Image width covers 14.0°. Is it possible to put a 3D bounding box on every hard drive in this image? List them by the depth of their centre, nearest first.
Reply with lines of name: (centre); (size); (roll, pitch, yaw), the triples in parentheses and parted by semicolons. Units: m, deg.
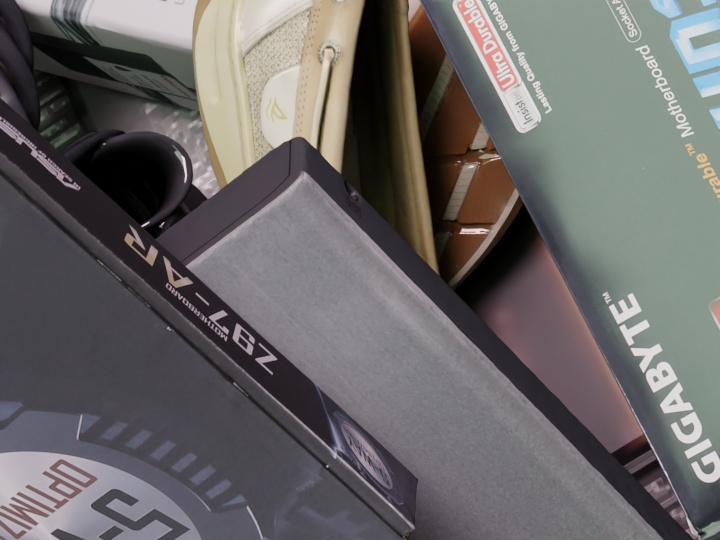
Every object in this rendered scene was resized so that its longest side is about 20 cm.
hard drive: (-0.004, 0.072, 0.854); (0.139, 0.200, 0.033); (-36, 25, 19)

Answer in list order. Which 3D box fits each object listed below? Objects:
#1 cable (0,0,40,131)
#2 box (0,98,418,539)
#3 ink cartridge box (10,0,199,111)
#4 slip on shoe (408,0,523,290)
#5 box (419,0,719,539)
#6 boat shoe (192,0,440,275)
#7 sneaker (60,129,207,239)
cable: (-0.195, -0.056, 1.040); (0.199, 0.164, 0.051); (-3, 25, 40)
box: (-0.108, 0.080, 0.792); (0.160, 0.044, 0.200); (43, 102, -8)
ink cartridge box: (-0.072, -0.141, 1.035); (0.199, 0.083, 0.147); (15, 79, 30)
slip on shoe: (0.035, -0.070, 0.971); (0.076, 0.061, 0.201); (25, 102, 4)
box: (0.128, -0.042, 0.881); (0.158, 0.046, 0.201); (-29, 79, 16)
boat shoe: (0.001, -0.001, 0.915); (0.063, 0.073, 0.202); (-9, 91, 36)
sneaker: (-0.071, -0.006, 0.925); (0.072, 0.200, 0.083); (44, 112, 3)
